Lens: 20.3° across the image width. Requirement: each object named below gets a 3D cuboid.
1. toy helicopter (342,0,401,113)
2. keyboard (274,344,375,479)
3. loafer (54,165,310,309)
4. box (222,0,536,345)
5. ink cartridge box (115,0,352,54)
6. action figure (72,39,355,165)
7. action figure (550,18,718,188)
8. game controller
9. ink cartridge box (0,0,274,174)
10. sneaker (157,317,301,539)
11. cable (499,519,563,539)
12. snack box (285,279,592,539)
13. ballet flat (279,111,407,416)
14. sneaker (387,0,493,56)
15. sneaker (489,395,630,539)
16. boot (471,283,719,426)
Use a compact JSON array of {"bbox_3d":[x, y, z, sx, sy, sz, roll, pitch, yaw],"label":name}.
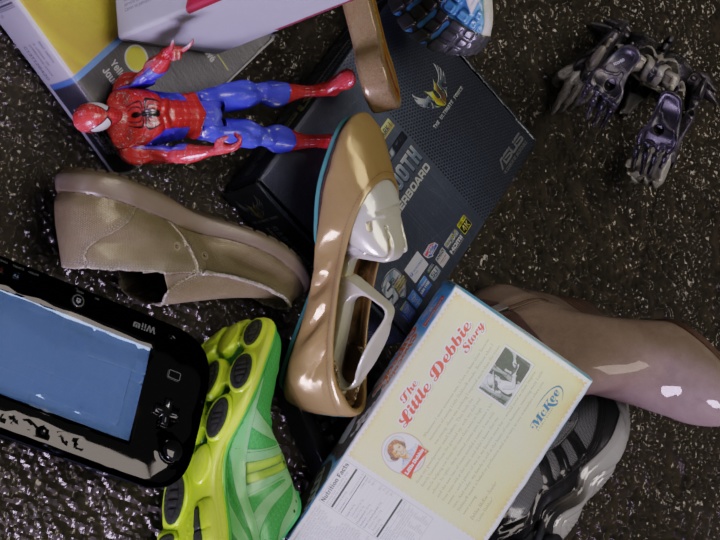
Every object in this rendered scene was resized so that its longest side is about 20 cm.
[{"bbox_3d":[-0.007,-0.201,1.294,0.132,0.078,0.201,30,45,-80],"label":"toy helicopter"},{"bbox_3d":[-0.014,0.144,1.365,0.127,0.021,0.201,-33,103,-36],"label":"keyboard"},{"bbox_3d":[-0.118,-0.008,1.273,0.199,0.076,0.068,23,83,-37],"label":"loafer"},{"bbox_3d":[0.018,-0.073,1.393,0.158,0.051,0.200,46,59,-19],"label":"box"},{"bbox_3d":[-0.082,-0.251,1.230,0.083,0.145,0.201,4,78,-43],"label":"ink cartridge box"},{"bbox_3d":[-0.078,-0.102,1.247,0.199,0.099,0.066,-5,85,-31],"label":"action figure"},{"bbox_3d":[0.204,-0.130,1.515,0.119,0.102,0.200,38,18,2],"label":"action figure"},{"bbox_3d":[-0.185,0.059,1.219,0.199,0.042,0.105,24,72,-26],"label":"game controller"},{"bbox_3d":[-0.145,-0.199,1.292,0.200,0.047,0.198,-48,112,-29],"label":"ink cartridge box"},{"bbox_3d":[-0.082,0.130,1.291,0.083,0.074,0.201,22,72,-48],"label":"sneaker"},{"bbox_3d":[0.104,0.263,1.370,0.163,0.051,0.201,4,109,-42],"label":"cable"},{"bbox_3d":[0.050,0.121,1.324,0.116,0.037,0.200,34,89,-12],"label":"snack box"},{"bbox_3d":[0.000,0.000,1.297,0.069,0.063,0.201,-14,120,-58],"label":"ballet flat"},{"bbox_3d":[0.051,-0.227,1.389,0.086,0.075,0.201,10,45,-48],"label":"sneaker"},{"bbox_3d":[0.113,0.127,1.427,0.114,0.075,0.200,50,59,-24],"label":"sneaker"},{"bbox_3d":[0.152,0.066,1.402,0.146,0.200,0.071,-8,115,-42],"label":"boot"}]
